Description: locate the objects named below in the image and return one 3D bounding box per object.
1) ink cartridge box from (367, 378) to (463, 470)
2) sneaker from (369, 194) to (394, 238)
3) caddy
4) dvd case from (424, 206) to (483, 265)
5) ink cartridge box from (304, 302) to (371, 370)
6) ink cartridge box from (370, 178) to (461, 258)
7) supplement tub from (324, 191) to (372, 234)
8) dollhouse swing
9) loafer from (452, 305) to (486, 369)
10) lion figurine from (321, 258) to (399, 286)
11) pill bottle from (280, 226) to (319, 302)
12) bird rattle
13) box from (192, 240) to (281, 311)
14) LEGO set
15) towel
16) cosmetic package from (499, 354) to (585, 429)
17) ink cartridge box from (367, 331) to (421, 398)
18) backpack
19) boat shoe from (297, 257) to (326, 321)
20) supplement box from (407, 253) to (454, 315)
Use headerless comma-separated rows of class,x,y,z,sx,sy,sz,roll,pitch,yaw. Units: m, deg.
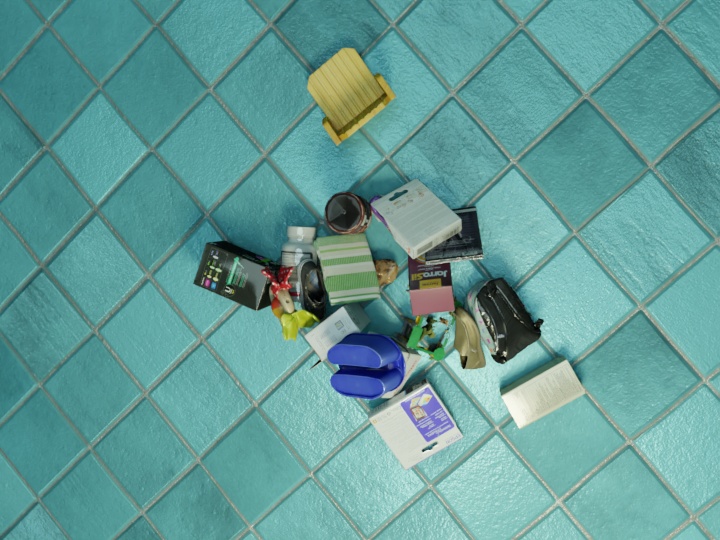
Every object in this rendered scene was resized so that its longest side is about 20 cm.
ink cartridge box,0.151,0.423,1.716,0.196,0.044,0.202,-31,107,9
sneaker,0.097,-0.125,1.690,0.199,0.083,0.081,39,98,5
caddy,0.014,0.226,1.505,0.197,0.104,0.145,0,100,33
dvd case,0.237,-0.093,1.629,0.145,0.202,0.016,-7,132,9
ink cartridge box,-0.074,0.166,1.671,0.174,0.200,0.084,-37,88,9
ink cartridge box,0.143,-0.138,1.636,0.160,0.051,0.200,-30,51,-16
supplement tub,-0.026,-0.149,1.649,0.104,0.200,0.110,1,93,10
dollhouse swing,-0.038,-0.476,1.660,0.198,0.182,0.177,-36,107,9
loafer,0.277,0.186,1.644,0.066,0.076,0.203,-26,115,-8
lion figurine,0.000,0.000,1.719,0.197,0.072,0.124,23,83,13
pill bottle,-0.166,-0.018,1.723,0.108,0.111,0.205,4,93,9
bird rattle,-0.205,0.086,1.625,0.112,0.163,0.202,-32,88,-25
box,-0.333,0.011,1.732,0.196,0.148,0.127,21,97,8
LEGO set,0.177,0.135,1.695,0.151,0.116,0.204,10,99,-21
towel,-0.035,-0.007,1.656,0.149,0.024,0.203,-6,59,-17
cosmetic package,0.478,0.320,1.655,0.198,0.071,0.107,-30,89,9
ink cartridge box,0.057,0.252,1.651,0.083,0.199,0.147,37,98,31
backpack,0.359,0.121,1.632,0.165,0.126,0.202,-32,92,-20
boat shoe,-0.118,0.063,1.644,0.069,0.066,0.203,-21,126,-23
supplement box,0.179,0.012,1.607,0.108,0.202,0.087,-7,129,8
